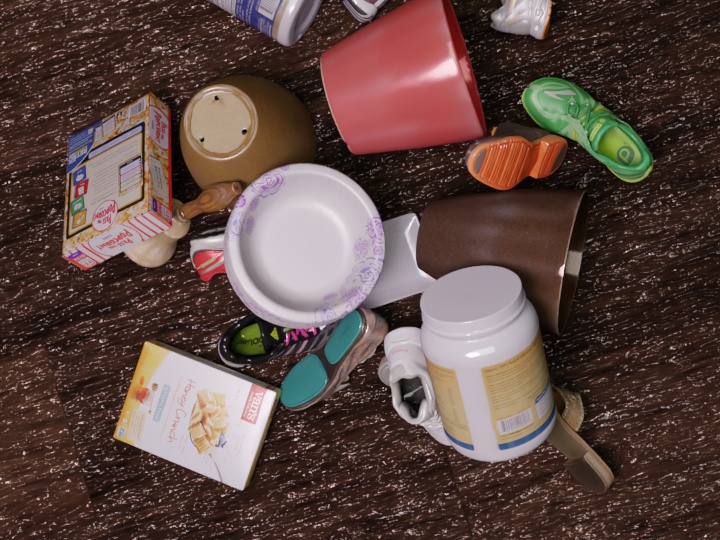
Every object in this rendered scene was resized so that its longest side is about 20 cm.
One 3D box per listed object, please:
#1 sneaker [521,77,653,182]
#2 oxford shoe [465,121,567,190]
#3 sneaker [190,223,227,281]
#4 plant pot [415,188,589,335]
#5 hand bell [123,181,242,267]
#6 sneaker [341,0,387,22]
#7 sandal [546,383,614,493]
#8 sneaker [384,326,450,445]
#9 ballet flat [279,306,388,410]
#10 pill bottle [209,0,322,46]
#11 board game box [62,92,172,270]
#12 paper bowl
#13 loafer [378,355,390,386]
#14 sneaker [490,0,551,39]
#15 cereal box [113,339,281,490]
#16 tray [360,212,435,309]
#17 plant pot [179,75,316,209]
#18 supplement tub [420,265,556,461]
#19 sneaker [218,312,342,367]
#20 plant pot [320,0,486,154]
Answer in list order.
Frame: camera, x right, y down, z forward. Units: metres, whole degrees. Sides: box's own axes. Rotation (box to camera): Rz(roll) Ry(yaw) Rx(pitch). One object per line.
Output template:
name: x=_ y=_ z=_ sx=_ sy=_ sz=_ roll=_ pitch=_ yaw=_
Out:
sneaker: x=0.306 y=-0.194 z=1.365 sx=0.199 sy=0.084 sz=0.074 roll=34 pitch=92 yaw=5
oxford shoe: x=0.186 y=-0.152 z=1.331 sx=0.073 sy=0.199 sz=0.072 roll=36 pitch=117 yaw=31
sneaker: x=-0.132 y=-0.025 z=1.416 sx=0.198 sy=0.077 sz=0.086 roll=-7 pitch=108 yaw=6
plant pot: x=0.178 y=-0.028 z=1.337 sx=0.198 sy=0.187 sz=0.189 roll=11 pitch=90 yaw=17
hand bell: x=-0.222 y=-0.079 z=1.349 sx=0.199 sy=0.104 sz=0.105 roll=-19 pitch=86 yaw=40
sneaker: x=-0.013 y=-0.449 z=1.411 sx=0.115 sy=0.076 sz=0.200 roll=-38 pitch=96 yaw=-2
sandal: x=0.273 y=0.194 z=1.380 sx=0.070 sy=0.078 sz=0.212 roll=-41 pitch=93 yaw=-29
sneaker: x=0.079 y=0.173 z=1.336 sx=0.077 sy=0.100 sz=0.201 roll=-17 pitch=126 yaw=24
ballet flat: x=-0.030 y=0.126 z=1.386 sx=0.200 sy=0.067 sz=0.068 roll=-45 pitch=52 yaw=32
pill bottle: x=-0.154 y=-0.399 z=1.395 sx=0.199 sy=0.111 sz=0.112 roll=32 pitch=91 yaw=5
board game box: x=-0.322 y=-0.119 z=1.367 sx=0.151 sy=0.046 sz=0.201 roll=-23 pitch=54 yaw=23
paper bowl: x=-0.075 y=-0.027 z=1.307 sx=0.199 sy=0.104 sz=0.203 roll=2 pitch=81 yaw=-13
loafer: x=0.122 y=0.110 z=1.389 sx=0.198 sy=0.063 sz=0.072 roll=-12 pitch=128 yaw=14
sneaker: x=0.215 y=-0.414 z=1.385 sx=0.091 sy=0.076 sz=0.202 roll=4 pitch=88 yaw=9
cereal box: x=-0.223 y=0.196 z=1.416 sx=0.199 sy=0.040 sz=0.145 roll=19 pitch=93 yaw=9
tray: x=0.000 y=0.000 z=1.388 sx=0.199 sy=0.022 sz=0.108 roll=-17 pitch=86 yaw=-17
plant pot: x=-0.160 y=-0.175 z=1.347 sx=0.185 sy=0.200 sz=0.188 roll=0 pitch=90 yaw=4
supplement tub: x=0.152 y=0.111 z=1.245 sx=0.143 sy=0.145 sz=0.201 roll=-14 pitch=118 yaw=4
sneaker: x=-0.104 y=0.082 z=1.391 sx=0.198 sy=0.087 sz=0.074 roll=-18 pitch=87 yaw=4
plant pot: x=0.054 y=-0.243 z=1.344 sx=0.176 sy=0.200 sz=0.202 roll=-17 pitch=87 yaw=13
